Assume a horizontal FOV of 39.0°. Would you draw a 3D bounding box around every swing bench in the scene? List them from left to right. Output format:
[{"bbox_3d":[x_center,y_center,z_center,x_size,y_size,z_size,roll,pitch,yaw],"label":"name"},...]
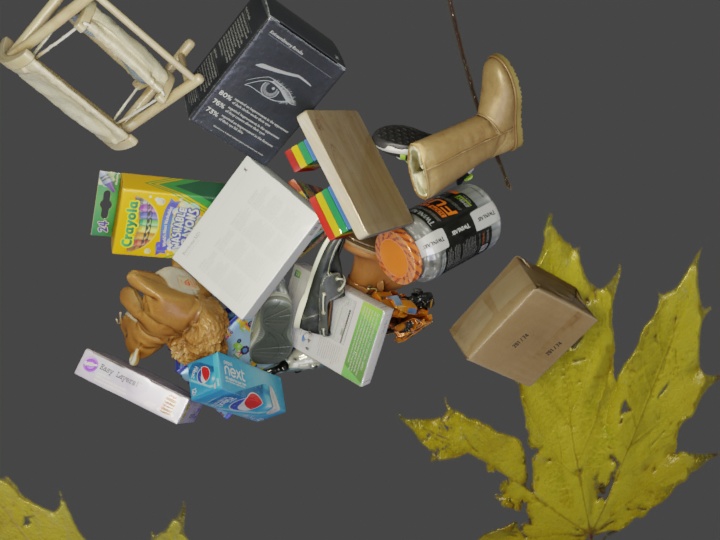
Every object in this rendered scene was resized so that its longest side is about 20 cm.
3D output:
[{"bbox_3d":[-0.361,-0.287,1.407,0.200,0.130,0.199,-39,128,15],"label":"swing bench"}]

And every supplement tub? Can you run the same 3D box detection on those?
[{"bbox_3d":[0.128,-0.058,1.691,0.200,0.122,0.123,-28,137,-34],"label":"supplement tub"}]

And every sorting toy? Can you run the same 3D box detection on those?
[{"bbox_3d":[-0.024,-0.138,1.540,0.069,0.199,0.200,-28,87,24],"label":"sorting toy"}]

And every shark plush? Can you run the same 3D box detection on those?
[{"bbox_3d":[-0.093,0.171,1.850,0.200,0.091,0.083,-29,167,-34],"label":"shark plush"}]

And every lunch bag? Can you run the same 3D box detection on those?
[{"bbox_3d":[-0.217,0.142,1.821,0.200,0.094,0.151,-37,126,1],"label":"lunch bag"}]

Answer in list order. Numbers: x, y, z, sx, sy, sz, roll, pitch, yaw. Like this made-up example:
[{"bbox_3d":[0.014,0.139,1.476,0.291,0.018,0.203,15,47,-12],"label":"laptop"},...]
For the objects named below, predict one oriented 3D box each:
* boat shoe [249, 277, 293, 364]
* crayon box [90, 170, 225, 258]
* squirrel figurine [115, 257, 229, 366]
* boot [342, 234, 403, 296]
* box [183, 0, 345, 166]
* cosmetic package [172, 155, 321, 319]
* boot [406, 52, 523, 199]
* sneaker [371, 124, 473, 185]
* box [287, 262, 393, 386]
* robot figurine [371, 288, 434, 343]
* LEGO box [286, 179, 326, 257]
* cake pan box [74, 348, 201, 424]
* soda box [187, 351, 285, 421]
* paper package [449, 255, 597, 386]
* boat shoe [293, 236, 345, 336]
[{"bbox_3d":[-0.151,0.091,1.734,0.074,0.065,0.202,2,141,-8],"label":"boat shoe"},{"bbox_3d":[-0.322,-0.085,1.626,0.199,0.052,0.126,5,125,-19],"label":"crayon box"},{"bbox_3d":[-0.315,0.094,1.686,0.200,0.142,0.187,39,122,2],"label":"squirrel figurine"},{"bbox_3d":[0.000,0.000,1.771,0.200,0.077,0.155,13,131,-47],"label":"boot"},{"bbox_3d":[-0.144,-0.281,1.493,0.148,0.104,0.200,31,113,-33],"label":"box"},{"bbox_3d":[-0.168,-0.050,1.545,0.151,0.052,0.200,40,100,10],"label":"cosmetic package"},{"bbox_3d":[0.162,-0.226,1.599,0.200,0.066,0.176,-27,119,-21],"label":"boot"},{"bbox_3d":[0.105,-0.178,1.670,0.199,0.072,0.083,9,125,-23],"label":"sneaker"},{"bbox_3d":[-0.048,0.090,1.746,0.036,0.200,0.145,-11,124,-55],"label":"box"},{"bbox_3d":[0.054,0.087,1.824,0.145,0.058,0.200,-37,155,26],"label":"robot figurine"},{"bbox_3d":[-0.140,-0.053,1.641,0.200,0.077,0.149,-37,170,13],"label":"LEGO box"},{"bbox_3d":[-0.370,0.194,1.710,0.200,0.184,0.052,26,81,1],"label":"cake pan box"},{"bbox_3d":[-0.207,0.200,1.723,0.064,0.068,0.200,-22,153,21],"label":"soda box"},{"bbox_3d":[0.309,0.101,1.929,0.190,0.104,0.200,25,116,-33],"label":"paper package"},{"bbox_3d":[-0.051,0.017,1.676,0.067,0.072,0.201,22,113,8],"label":"boat shoe"}]
